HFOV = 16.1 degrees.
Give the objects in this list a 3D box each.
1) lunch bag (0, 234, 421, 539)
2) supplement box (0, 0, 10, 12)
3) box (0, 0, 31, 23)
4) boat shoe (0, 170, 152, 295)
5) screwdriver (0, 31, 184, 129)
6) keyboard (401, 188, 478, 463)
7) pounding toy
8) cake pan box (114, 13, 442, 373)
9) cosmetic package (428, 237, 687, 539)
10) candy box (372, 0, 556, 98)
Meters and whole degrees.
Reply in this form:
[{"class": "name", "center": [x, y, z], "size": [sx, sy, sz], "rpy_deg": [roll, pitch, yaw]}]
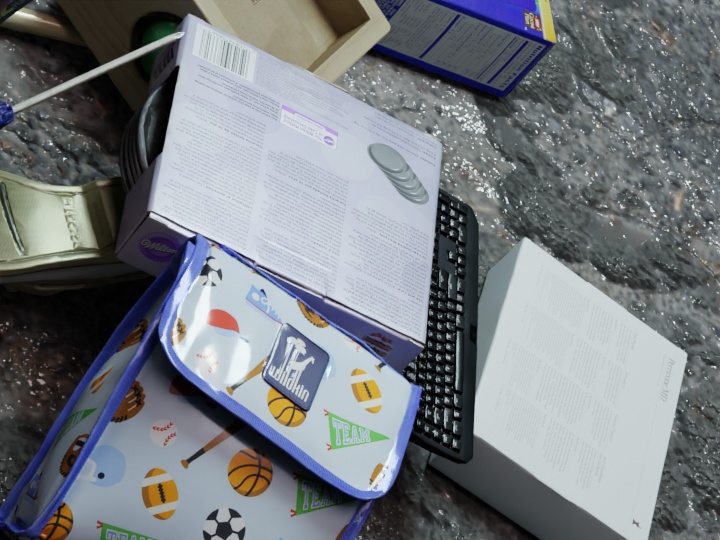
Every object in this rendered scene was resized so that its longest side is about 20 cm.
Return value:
[{"class": "lunch bag", "center": [-0.079, 0.103, 1.419], "size": [0.170, 0.124, 0.200], "rpy_deg": [36, 77, -16]}, {"class": "supplement box", "center": [-0.288, -0.121, 1.421], "size": [0.086, 0.200, 0.110], "rpy_deg": [48, 40, 1]}, {"class": "box", "center": [-0.251, -0.225, 1.541], "size": [0.158, 0.200, 0.051], "rpy_deg": [61, 17, 18]}, {"class": "boat shoe", "center": [-0.196, -0.016, 1.518], "size": [0.200, 0.068, 0.075], "rpy_deg": [1, 60, -18]}, {"class": "screwdriver", "center": [-0.192, -0.104, 1.500], "size": [0.200, 0.029, 0.028], "rpy_deg": [-29, 54, -14]}, {"class": "keyboard", "center": [0.042, 0.018, 1.611], "size": [0.104, 0.040, 0.200], "rpy_deg": [24, 48, -28]}, {"class": "pounding toy", "center": [-0.122, -0.168, 1.677], "size": [0.184, 0.142, 0.200], "rpy_deg": [56, 41, -11]}, {"class": "cake pan box", "center": [-0.047, -0.046, 1.531], "size": [0.200, 0.052, 0.184], "rpy_deg": [25, 40, -20]}, {"class": "cosmetic package", "center": [0.138, 0.093, 1.730], "size": [0.151, 0.052, 0.200], "rpy_deg": [34, 42, -12]}, {"class": "candy box", "center": [0.040, -0.240, 1.897], "size": [0.200, 0.077, 0.169], "rpy_deg": [18, 47, -31]}]
